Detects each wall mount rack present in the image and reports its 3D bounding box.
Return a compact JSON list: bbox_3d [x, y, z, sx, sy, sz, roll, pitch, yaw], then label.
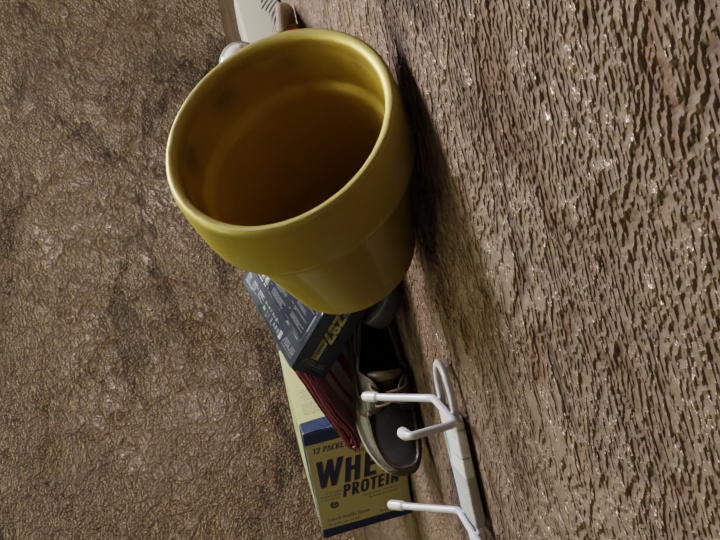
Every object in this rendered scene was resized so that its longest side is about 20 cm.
[{"bbox_3d":[0.061,0.183,0.995,0.174,0.073,0.204,-147,44,-80],"label":"wall mount rack"}]

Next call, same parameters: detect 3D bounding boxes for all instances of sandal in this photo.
[{"bbox_3d":[0.000,0.001,1.181,0.077,0.042,0.201,-54,36,20],"label":"sandal"}]

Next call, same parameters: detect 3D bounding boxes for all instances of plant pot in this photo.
[{"bbox_3d":[-0.037,-0.065,0.895,0.190,0.198,0.203,58,-170,-52],"label":"plant pot"}]

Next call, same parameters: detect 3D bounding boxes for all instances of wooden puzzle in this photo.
[{"bbox_3d":[-0.081,-0.240,1.380,0.201,0.037,0.188,-90,-10,-64],"label":"wooden puzzle"}]

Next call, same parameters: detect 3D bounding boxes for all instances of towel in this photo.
[{"bbox_3d":[-0.022,0.096,1.277,0.145,0.022,0.202,58,-153,-32],"label":"towel"}]

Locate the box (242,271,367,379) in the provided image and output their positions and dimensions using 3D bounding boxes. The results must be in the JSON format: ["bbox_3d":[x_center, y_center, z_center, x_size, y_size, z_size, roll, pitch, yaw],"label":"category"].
[{"bbox_3d":[-0.051,-0.001,1.168,0.159,0.050,0.200,-60,33,14],"label":"box"}]

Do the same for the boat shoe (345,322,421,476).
[{"bbox_3d":[0.022,0.135,1.211,0.074,0.073,0.203,94,160,-69],"label":"boat shoe"}]

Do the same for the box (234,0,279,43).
[{"bbox_3d":[-0.133,-0.315,1.575,0.082,0.067,0.203,90,164,-65],"label":"box"}]

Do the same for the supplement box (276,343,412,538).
[{"bbox_3d":[-0.024,0.222,1.494,0.201,0.132,0.203,-114,12,-55],"label":"supplement box"}]

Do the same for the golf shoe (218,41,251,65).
[{"bbox_3d":[-0.101,-0.175,1.172,0.203,0.077,0.097,70,159,11],"label":"golf shoe"}]
